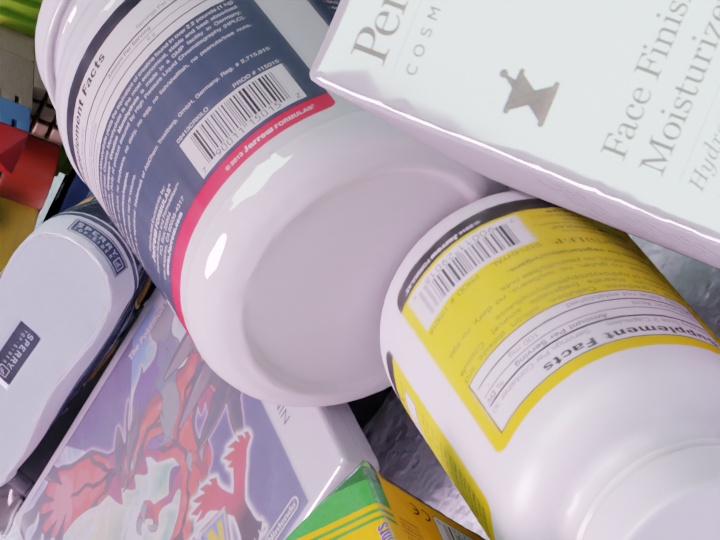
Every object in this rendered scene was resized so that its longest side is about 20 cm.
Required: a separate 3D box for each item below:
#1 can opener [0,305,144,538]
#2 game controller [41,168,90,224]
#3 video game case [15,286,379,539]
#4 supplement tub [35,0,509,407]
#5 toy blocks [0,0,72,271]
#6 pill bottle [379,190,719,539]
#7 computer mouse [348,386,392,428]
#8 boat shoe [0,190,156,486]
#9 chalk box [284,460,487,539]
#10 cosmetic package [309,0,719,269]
[{"bbox_3d":[-0.152,0.107,1.421,0.053,0.067,0.200,-7,43,57],"label":"can opener"},{"bbox_3d":[-0.133,-0.029,1.488,0.104,0.042,0.200,-29,25,32],"label":"game controller"},{"bbox_3d":[-0.077,0.097,1.280,0.200,0.023,0.182,-58,37,25],"label":"video game case"},{"bbox_3d":[-0.040,-0.053,1.211,0.140,0.140,0.200,-48,45,11],"label":"supplement tub"},{"bbox_3d":[-0.192,-0.034,1.473,0.200,0.100,0.137,-61,18,26],"label":"toy blocks"},{"bbox_3d":[0.088,0.060,1.083,0.111,0.111,0.200,-48,32,10],"label":"pill bottle"},{"bbox_3d":[0.000,0.000,1.296,0.138,0.053,0.200,17,85,52],"label":"computer mouse"},{"bbox_3d":[-0.145,0.031,1.365,0.200,0.071,0.091,-45,-2,39],"label":"boat shoe"},{"bbox_3d":[-0.009,0.196,1.073,0.200,0.125,0.124,-47,32,14],"label":"chalk box"},{"bbox_3d":[0.124,-0.090,1.025,0.200,0.165,0.165,23,90,27],"label":"cosmetic package"}]
